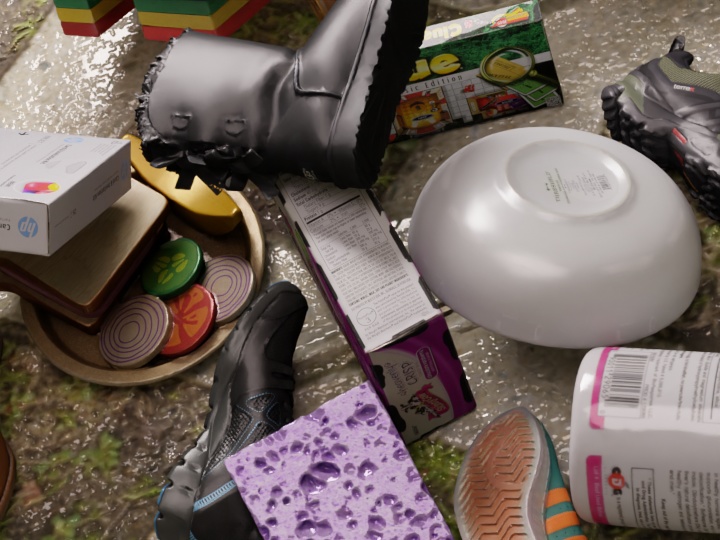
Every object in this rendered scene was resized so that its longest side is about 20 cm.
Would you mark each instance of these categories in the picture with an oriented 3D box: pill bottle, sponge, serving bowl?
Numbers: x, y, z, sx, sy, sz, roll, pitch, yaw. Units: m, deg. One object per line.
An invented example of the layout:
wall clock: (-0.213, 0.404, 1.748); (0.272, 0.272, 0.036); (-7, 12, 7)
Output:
pill bottle: (0.238, 0.109, 1.469); (0.199, 0.113, 0.114); (3, 62, 16)
sponge: (0.005, 0.184, 1.504); (0.111, 0.030, 0.200); (-28, 74, -5)
serving bowl: (0.134, -0.037, 1.559); (0.199, 0.066, 0.200); (5, 39, -4)

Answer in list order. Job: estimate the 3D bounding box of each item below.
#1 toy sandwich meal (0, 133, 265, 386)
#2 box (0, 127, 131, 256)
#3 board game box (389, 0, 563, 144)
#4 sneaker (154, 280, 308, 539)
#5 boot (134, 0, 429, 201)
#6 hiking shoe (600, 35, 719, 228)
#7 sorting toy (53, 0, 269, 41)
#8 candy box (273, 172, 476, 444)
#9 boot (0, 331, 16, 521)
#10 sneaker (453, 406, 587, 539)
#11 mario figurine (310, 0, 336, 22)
toy sandwich meal: (-0.167, -0.013, 1.669); (0.204, 0.070, 0.206); (-6, 60, 11)
box: (-0.276, -0.062, 1.607); (0.199, 0.041, 0.156); (5, 20, 14)
board game box: (0.039, -0.132, 1.663); (0.199, 0.105, 0.024); (-13, 55, 8)
sneaker: (-0.068, 0.105, 1.586); (0.082, 0.073, 0.201); (18, 74, 9)
boot: (-0.051, -0.137, 1.554); (0.162, 0.073, 0.199); (7, 62, 21)
hiking shoe: (0.262, -0.089, 1.597); (0.101, 0.076, 0.200); (-42, 65, -15)
sorting toy: (-0.128, -0.240, 1.742); (0.199, 0.070, 0.199); (7, 37, 34)
candy box: (0.000, 0.000, 1.580); (0.061, 0.137, 0.200); (-27, 57, -3)
boot: (-0.298, 0.079, 1.601); (0.073, 0.155, 0.201); (-13, 58, 9)
sneaker: (0.112, 0.178, 1.497); (0.071, 0.080, 0.200); (-30, 36, 23)
mario figurine: (0.039, -0.266, 1.740); (0.200, 0.106, 0.124); (-32, 56, -3)
